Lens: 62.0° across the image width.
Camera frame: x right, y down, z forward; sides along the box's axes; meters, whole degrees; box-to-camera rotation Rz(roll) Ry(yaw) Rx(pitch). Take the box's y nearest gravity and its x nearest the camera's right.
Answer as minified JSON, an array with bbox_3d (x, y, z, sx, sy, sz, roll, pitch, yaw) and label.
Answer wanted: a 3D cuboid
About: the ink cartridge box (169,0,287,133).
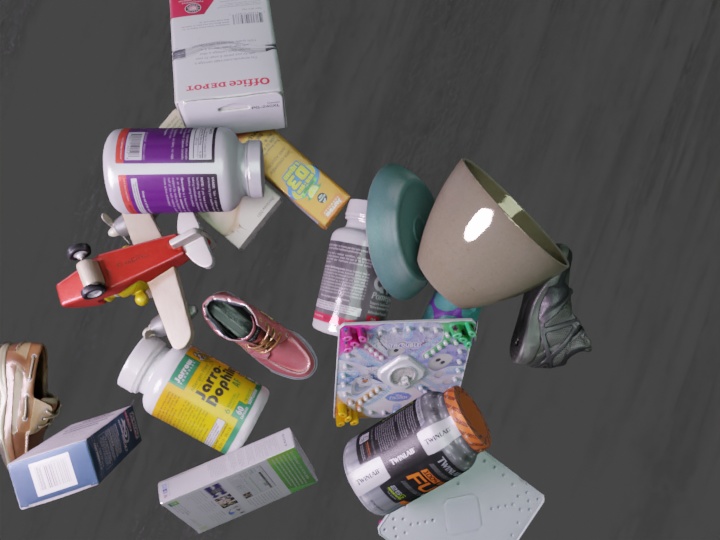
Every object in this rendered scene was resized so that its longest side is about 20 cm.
[{"bbox_3d":[-0.189,-0.298,0.861,0.143,0.084,0.202,-8,66,-6],"label":"ink cartridge box"}]

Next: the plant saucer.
[{"bbox_3d":[0.074,-0.058,0.877,0.036,0.199,0.203,-3,90,32],"label":"plant saucer"}]

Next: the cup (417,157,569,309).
[{"bbox_3d":[0.162,-0.031,0.819,0.200,0.200,0.143,42,110,-4],"label":"cup"}]

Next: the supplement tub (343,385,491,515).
[{"bbox_3d":[0.083,0.260,0.878,0.199,0.123,0.123,-36,94,18],"label":"supplement tub"}]

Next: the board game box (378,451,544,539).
[{"bbox_3d":[0.160,0.385,0.955,0.199,0.026,0.201,37,87,-5],"label":"board game box"}]

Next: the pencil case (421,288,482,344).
[{"bbox_3d":[0.175,0.019,0.934,0.092,0.085,0.201,28,87,-4],"label":"pencil case"}]

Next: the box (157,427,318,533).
[{"bbox_3d":[-0.173,0.311,0.878,0.198,0.145,0.037,-21,51,-5],"label":"box"}]

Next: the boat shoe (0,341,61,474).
[{"bbox_3d":[-0.482,0.202,0.873,0.073,0.076,0.203,-8,92,-9],"label":"boat shoe"}]

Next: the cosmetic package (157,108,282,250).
[{"bbox_3d":[-0.225,-0.133,0.900,0.199,0.073,0.104,39,86,-4],"label":"cosmetic package"}]

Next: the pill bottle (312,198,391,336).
[{"bbox_3d":[0.000,0.000,0.903,0.109,0.111,0.202,12,89,-6],"label":"pill bottle"}]

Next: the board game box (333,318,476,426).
[{"bbox_3d":[0.062,0.157,0.891,0.197,0.026,0.202,-1,127,-8],"label":"board game box"}]

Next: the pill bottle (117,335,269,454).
[{"bbox_3d":[-0.244,0.177,0.877,0.199,0.113,0.114,30,87,-5],"label":"pill bottle"}]

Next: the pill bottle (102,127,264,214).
[{"bbox_3d":[-0.231,-0.134,0.806,0.197,0.112,0.114,-1,90,-5],"label":"pill bottle"}]

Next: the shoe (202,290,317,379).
[{"bbox_3d":[-0.150,0.102,0.897,0.199,0.091,0.072,37,87,-5],"label":"shoe"}]

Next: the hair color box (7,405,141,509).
[{"bbox_3d":[-0.379,0.247,0.819,0.099,0.200,0.061,-16,91,-5],"label":"hair color box"}]

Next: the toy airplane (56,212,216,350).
[{"bbox_3d":[-0.300,-0.006,0.860,0.197,0.141,0.202,20,66,-2],"label":"toy airplane"}]

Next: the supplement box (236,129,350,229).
[{"bbox_3d":[-0.109,-0.151,0.915,0.199,0.069,0.067,39,87,-6],"label":"supplement box"}]

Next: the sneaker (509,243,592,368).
[{"bbox_3d":[0.319,0.062,0.956,0.113,0.076,0.202,14,92,-7],"label":"sneaker"}]
